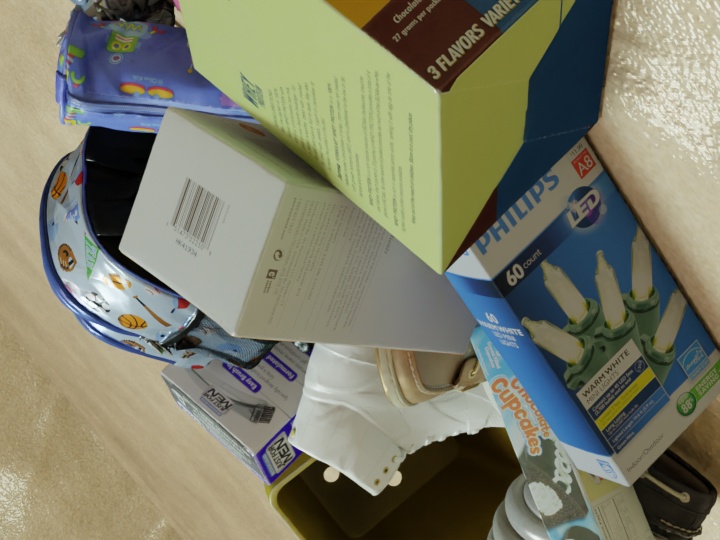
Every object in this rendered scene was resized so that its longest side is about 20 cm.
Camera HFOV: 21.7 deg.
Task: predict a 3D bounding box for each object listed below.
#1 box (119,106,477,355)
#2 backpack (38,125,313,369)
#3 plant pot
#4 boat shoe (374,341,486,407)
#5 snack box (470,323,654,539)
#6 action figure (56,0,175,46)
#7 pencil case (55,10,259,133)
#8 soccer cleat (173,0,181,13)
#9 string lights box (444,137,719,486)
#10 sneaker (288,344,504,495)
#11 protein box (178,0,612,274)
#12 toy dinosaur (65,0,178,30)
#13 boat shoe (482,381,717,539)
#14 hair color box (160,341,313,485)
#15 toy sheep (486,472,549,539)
[{"bbox_3d":[-0.024,-0.022,1.153,0.200,0.098,0.124,7,-161,-44],"label":"box"},{"bbox_3d":[-0.140,-0.027,1.379,0.190,0.200,0.154,23,134,-34],"label":"backpack"},{"bbox_3d":[0.031,0.171,1.582,0.200,0.200,0.176,53,173,-20],"label":"plant pot"},{"bbox_3d":[0.065,0.047,1.291,0.200,0.069,0.074,-23,-78,-70],"label":"boat shoe"},{"bbox_3d":[0.138,0.122,1.241,0.116,0.037,0.201,-2,-110,-69],"label":"snack box"},{"bbox_3d":[-0.142,-0.159,1.385,0.200,0.130,0.070,49,-159,-63],"label":"action figure"},{"bbox_3d":[-0.110,-0.125,1.282,0.199,0.087,0.078,8,119,3],"label":"pencil case"},{"bbox_3d":[-0.100,-0.234,1.212,0.087,0.070,0.200,62,167,17],"label":"soccer cleat"},{"bbox_3d":[0.131,0.021,1.135,0.200,0.103,0.059,54,162,-23],"label":"string lights box"},{"bbox_3d":[0.040,0.116,1.417,0.199,0.116,0.074,16,-174,-23],"label":"sneaker"},{"bbox_3d":[0.015,-0.143,0.996,0.200,0.135,0.199,40,162,19],"label":"protein box"},{"bbox_3d":[-0.189,-0.220,1.479,0.181,0.105,0.201,-156,61,-71],"label":"toy dinosaur"},{"bbox_3d":[0.168,0.117,1.333,0.200,0.074,0.060,45,119,30],"label":"boat shoe"},{"bbox_3d":[-0.044,0.055,1.460,0.109,0.200,0.065,38,162,27],"label":"hair color box"},{"bbox_3d":[0.163,0.218,1.466,0.138,0.138,0.201,32,127,39],"label":"toy sheep"}]
